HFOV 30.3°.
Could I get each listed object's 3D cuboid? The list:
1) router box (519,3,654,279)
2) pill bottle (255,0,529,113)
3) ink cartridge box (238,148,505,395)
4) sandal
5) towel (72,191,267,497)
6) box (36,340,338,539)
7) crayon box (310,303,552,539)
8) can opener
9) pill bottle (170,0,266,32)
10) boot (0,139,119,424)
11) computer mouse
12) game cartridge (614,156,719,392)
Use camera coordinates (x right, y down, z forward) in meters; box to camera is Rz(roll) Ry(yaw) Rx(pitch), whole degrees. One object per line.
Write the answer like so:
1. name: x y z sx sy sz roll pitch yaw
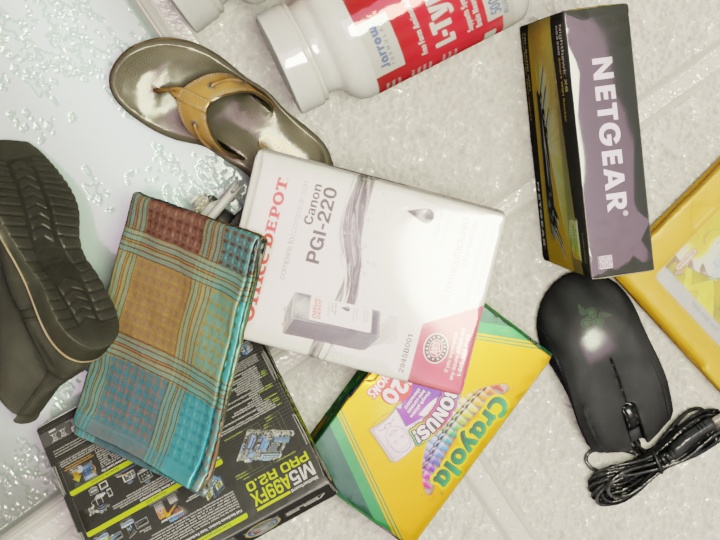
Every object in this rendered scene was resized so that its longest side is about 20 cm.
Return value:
1. router box: 0.176 -0.102 1.052 0.052 0.157 0.202 -8 96 -5
2. pill bottle: 0.023 -0.207 1.049 0.199 0.112 0.113 -27 98 -2
3. ink cartridge box: 0.000 0.000 1.033 0.198 0.085 0.147 14 93 3
4. sandal: -0.109 -0.120 1.074 0.199 0.055 0.082 35 92 -8
5. towel: -0.149 0.053 1.014 0.146 0.022 0.202 19 97 34
6. box: -0.141 0.153 1.070 0.199 0.044 0.161 -29 68 -2
7. crayon box: 0.052 0.113 1.111 0.118 0.058 0.201 36 92 -6
8. can opener: -0.155 0.008 1.084 0.066 0.053 0.200 44 91 -7
9. pill bottle: -0.076 -0.280 1.032 0.200 0.111 0.111 -39 98 0
10. boot: -0.279 0.010 1.067 0.077 0.138 0.201 0 57 -42
11. computer mouse: 0.222 0.094 1.129 0.138 0.053 0.201 -29 98 -1
12. game cartridge: 0.341 0.010 1.142 0.176 0.032 0.200 -45 97 1
